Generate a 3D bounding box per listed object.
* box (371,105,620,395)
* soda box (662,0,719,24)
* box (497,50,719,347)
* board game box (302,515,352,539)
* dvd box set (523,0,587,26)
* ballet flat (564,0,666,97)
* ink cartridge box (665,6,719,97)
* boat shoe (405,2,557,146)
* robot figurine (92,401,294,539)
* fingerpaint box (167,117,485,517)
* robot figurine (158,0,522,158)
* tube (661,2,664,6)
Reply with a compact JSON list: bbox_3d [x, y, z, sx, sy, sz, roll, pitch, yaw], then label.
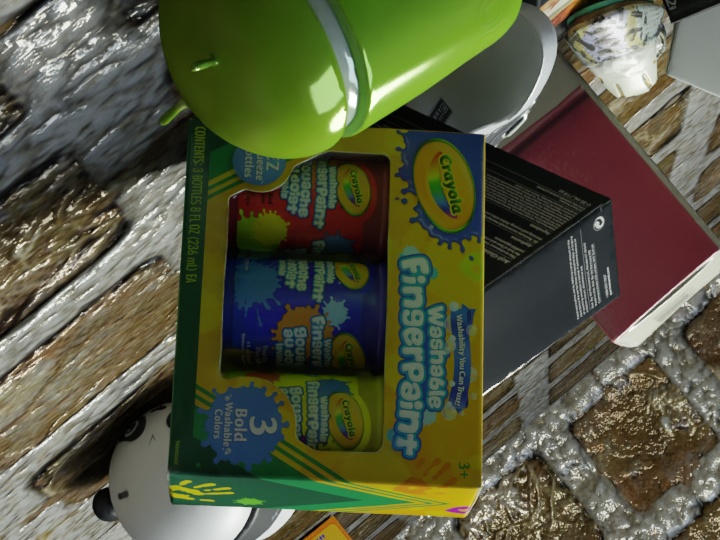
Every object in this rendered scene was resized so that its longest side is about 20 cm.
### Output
[{"bbox_3d":[0.041,-0.015,1.286,0.141,0.199,0.079,-31,129,-29],"label":"box"},{"bbox_3d":[0.288,-0.246,1.491,0.063,0.071,0.199,-15,-169,48],"label":"soda box"},{"bbox_3d":[0.175,-0.052,1.562,0.109,0.200,0.128,-41,168,8],"label":"box"},{"bbox_3d":[-0.059,0.483,2.742,0.199,0.200,0.200,-36,168,-17],"label":"board game box"},{"bbox_3d":[0.181,-0.239,1.326,0.199,0.029,0.146,-38,168,-9],"label":"dvd box set"},{"bbox_3d":[0.188,-0.157,1.463,0.072,0.072,0.200,-43,177,12],"label":"ballet flat"},{"bbox_3d":[0.346,-0.194,1.580,0.200,0.144,0.084,-36,143,-44],"label":"ink cartridge box"},{"bbox_3d":[0.085,-0.119,1.363,0.068,0.072,0.200,-29,166,-33],"label":"boat shoe"},{"bbox_3d":[-0.117,0.156,1.615,0.151,0.124,0.200,-60,164,10],"label":"robot figurine"},{"bbox_3d":[-0.017,0.025,1.124,0.165,0.202,0.073,4,161,-3],"label":"fingerpaint box"},{"bbox_3d":[-0.007,-0.128,0.949,0.199,0.116,0.175,-35,175,-22],"label":"robot figurine"},{"bbox_3d":[0.281,-0.220,1.652,0.051,0.059,0.200,-7,172,19],"label":"tube"}]
